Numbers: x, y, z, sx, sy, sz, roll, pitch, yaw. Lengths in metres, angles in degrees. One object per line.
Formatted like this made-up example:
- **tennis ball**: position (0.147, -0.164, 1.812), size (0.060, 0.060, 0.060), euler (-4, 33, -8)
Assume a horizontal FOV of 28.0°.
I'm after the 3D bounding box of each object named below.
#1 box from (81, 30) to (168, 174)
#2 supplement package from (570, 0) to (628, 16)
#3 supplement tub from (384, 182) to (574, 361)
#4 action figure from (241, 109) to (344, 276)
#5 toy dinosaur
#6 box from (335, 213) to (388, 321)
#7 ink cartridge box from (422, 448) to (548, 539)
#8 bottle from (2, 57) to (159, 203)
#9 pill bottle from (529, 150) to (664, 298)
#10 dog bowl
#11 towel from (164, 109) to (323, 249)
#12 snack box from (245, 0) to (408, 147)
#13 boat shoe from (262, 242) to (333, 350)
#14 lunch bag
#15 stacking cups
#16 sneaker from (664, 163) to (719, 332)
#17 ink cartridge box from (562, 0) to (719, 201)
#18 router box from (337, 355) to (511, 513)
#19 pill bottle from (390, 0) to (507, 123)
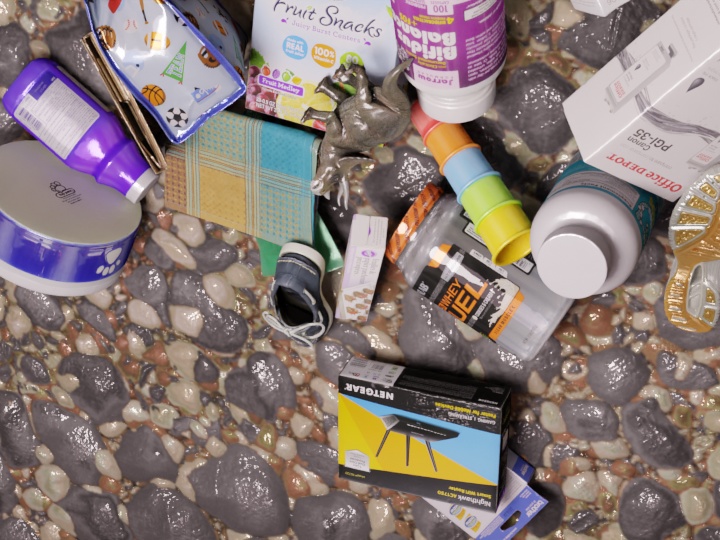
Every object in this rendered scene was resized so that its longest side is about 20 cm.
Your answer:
- **box**: position (-0.263, -0.191, 1.610), size (0.021, 0.200, 0.164), euler (-29, 103, -5)
- **supplement package**: position (0.217, -0.351, 1.326), size (0.117, 0.117, 0.200), euler (-29, 104, 2)
- **supplement tub**: position (0.132, -0.002, 1.568), size (0.200, 0.123, 0.123), euler (33, 124, 5)
- **action figure**: position (-0.095, -0.092, 1.661), size (0.118, 0.055, 0.201), euler (-8, 113, 29)
- **toy dinosaur**: position (0.006, -0.163, 1.496), size (0.102, 0.077, 0.200), euler (37, 127, -18)
- **box**: position (0.000, 0.000, 1.614), size (0.039, 0.042, 0.200), euler (6, 156, -3)
- **ink cartridge box**: position (0.122, 0.242, 1.753), size (0.200, 0.042, 0.119), euler (39, 124, 3)
- **bottle**: position (-0.327, -0.162, 1.714), size (0.200, 0.065, 0.084), euler (41, 101, -1)
- **pill bottle**: position (0.235, -0.047, 1.451), size (0.110, 0.200, 0.111), euler (11, 120, 19)
- **dog bowl**: position (-0.362, -0.064, 1.706), size (0.200, 0.200, 0.079), euler (31, 122, 5)
- **towel**: position (-0.134, -0.109, 1.630), size (0.199, 0.022, 0.147), euler (18, 122, 21)
- **snack box**: position (-0.029, -0.251, 1.539), size (0.168, 0.068, 0.201), euler (17, 121, 15)
- **boat shoe**: position (-0.072, 0.043, 1.675), size (0.075, 0.062, 0.200), euler (20, 152, 6)
- **lunch bag**: position (-0.211, -0.264, 1.520), size (0.124, 0.170, 0.200), euler (-37, 112, 13)
- **stacking cups**: position (0.116, -0.099, 1.521), size (0.061, 0.060, 0.200), euler (-51, 58, 35)
- **sneaker**: position (0.353, -0.036, 1.470), size (0.075, 0.088, 0.201), euler (19, 131, 14)
- **ink cartridge box**: position (0.317, -0.168, 1.382), size (0.146, 0.083, 0.200), euler (18, 134, -37)
- **router box**: position (0.074, 0.192, 1.695), size (0.199, 0.051, 0.150), euler (10, 119, 19)
- **pill bottle**: position (0.089, -0.244, 1.437), size (0.112, 0.113, 0.200), euler (11, 144, 18)
